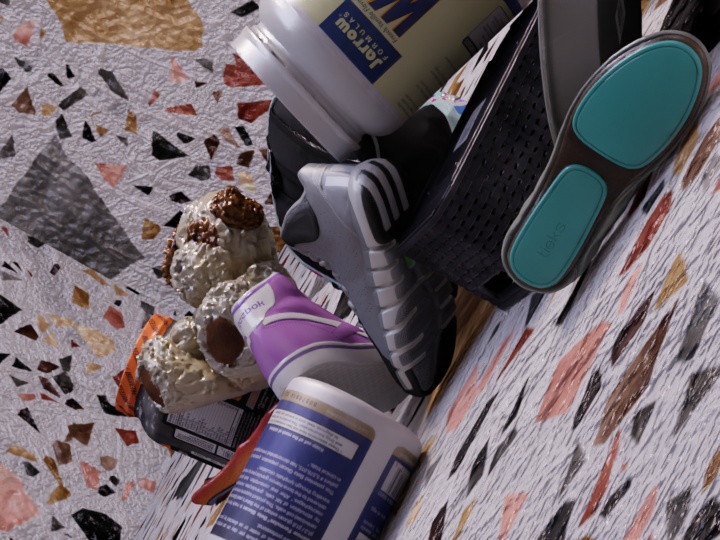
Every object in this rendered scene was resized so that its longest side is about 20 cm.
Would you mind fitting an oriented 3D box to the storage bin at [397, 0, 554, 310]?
[{"bbox_3d":[0.118,-0.087,1.617,0.201,0.094,0.135,-62,6,-17],"label":"storage bin"}]

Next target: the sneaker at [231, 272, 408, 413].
[{"bbox_3d":[-0.026,0.051,1.773,0.073,0.114,0.200,-45,-28,14],"label":"sneaker"}]

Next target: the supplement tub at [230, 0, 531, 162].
[{"bbox_3d":[0.016,-0.193,1.683,0.200,0.145,0.145,-44,6,3],"label":"supplement tub"}]

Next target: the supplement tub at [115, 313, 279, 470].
[{"bbox_3d":[-0.112,0.120,2.041,0.123,0.199,0.123,23,-90,-85],"label":"supplement tub"}]

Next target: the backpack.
[{"bbox_3d":[0.009,-0.073,1.847,0.200,0.150,0.178,23,124,50],"label":"backpack"}]

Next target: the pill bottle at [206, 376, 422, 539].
[{"bbox_3d":[-0.047,0.188,1.634,0.201,0.111,0.111,-62,5,-10],"label":"pill bottle"}]

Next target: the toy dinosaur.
[{"bbox_3d":[-0.073,0.140,1.912,0.181,0.201,0.105,-17,24,12],"label":"toy dinosaur"}]

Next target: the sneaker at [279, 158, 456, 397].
[{"bbox_3d":[0.000,0.000,1.713,0.075,0.115,0.201,-40,-54,-40],"label":"sneaker"}]

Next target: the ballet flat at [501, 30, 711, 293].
[{"bbox_3d":[0.151,-0.073,1.393,0.200,0.067,0.064,-57,-4,28],"label":"ballet flat"}]

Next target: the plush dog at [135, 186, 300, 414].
[{"bbox_3d":[-0.105,0.014,1.932,0.200,0.160,0.173,-35,68,56],"label":"plush dog"}]

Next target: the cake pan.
[{"bbox_3d":[0.152,-0.163,1.469,0.200,0.037,0.201,-1,-90,-73],"label":"cake pan"}]
